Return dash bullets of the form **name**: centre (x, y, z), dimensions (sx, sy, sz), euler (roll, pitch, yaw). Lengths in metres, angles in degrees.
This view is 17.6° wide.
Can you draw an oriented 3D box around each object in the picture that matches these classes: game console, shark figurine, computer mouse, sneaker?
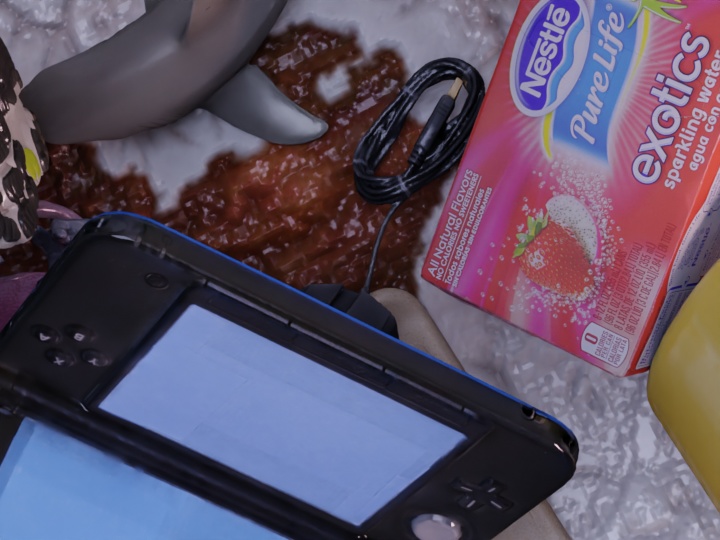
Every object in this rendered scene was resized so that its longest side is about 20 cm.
- **game console**: centre (-0.050, 0.098, 0.834), dimensions (0.199, 0.171, 0.119), euler (26, 52, -16)
- **shark figurine**: centre (-0.055, -0.137, 0.951), dimensions (0.127, 0.089, 0.216), euler (23, 91, 9)
- **computer mouse**: centre (0.000, 0.000, 0.935), dimensions (0.058, 0.034, 0.201), euler (12, 72, 28)
- **sneaker**: centre (-0.169, -0.037, 0.881), dimensions (0.084, 0.200, 0.077), euler (-23, 98, 3)

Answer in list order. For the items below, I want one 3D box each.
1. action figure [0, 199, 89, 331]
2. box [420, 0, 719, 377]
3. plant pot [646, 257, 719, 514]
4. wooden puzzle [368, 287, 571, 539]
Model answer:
- **action figure**: centre (-0.157, 0.081, 0.929), dimensions (0.133, 0.149, 0.201), euler (0, 104, -19)
- **box**: centre (0.112, -0.072, 0.879), dimensions (0.095, 0.100, 0.201), euler (26, 106, 23)
- **plant pot**: centre (0.212, 0.069, 0.846), dimensions (0.201, 0.201, 0.189), euler (-46, 64, 3)
- **wooden puzzle**: centre (-0.008, 0.136, 0.941), dimensions (0.185, 0.046, 0.201), euler (-34, 81, 5)
